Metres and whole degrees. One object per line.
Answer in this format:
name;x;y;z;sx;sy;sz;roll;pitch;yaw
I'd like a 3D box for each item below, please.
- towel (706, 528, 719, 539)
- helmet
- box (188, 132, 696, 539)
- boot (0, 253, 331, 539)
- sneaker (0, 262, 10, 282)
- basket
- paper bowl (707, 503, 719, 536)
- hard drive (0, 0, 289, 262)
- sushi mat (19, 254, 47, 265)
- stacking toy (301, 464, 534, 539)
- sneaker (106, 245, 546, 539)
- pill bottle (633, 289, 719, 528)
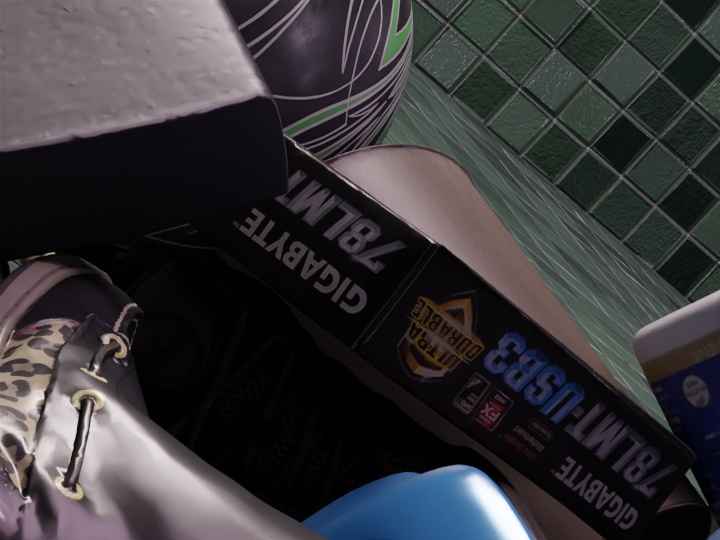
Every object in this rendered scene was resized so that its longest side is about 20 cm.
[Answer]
towel;0.153;0.147;0.862;0.111;0.049;0.200;18;29;3
helmet;-0.073;-0.100;1.194;0.191;0.200;0.200;47;9;39
box;0.000;0.000;0.952;0.198;0.050;0.200;36;-1;39
boot;-0.053;0.071;0.749;0.153;0.074;0.204;28;15;2
sneaker;-0.176;-0.047;0.908;0.075;0.076;0.200;88;-23;-74
basket;0.046;0.064;1.162;0.200;0.136;0.180;51;13;27
paper bowl;0.228;0.183;1.256;0.201;0.201;0.104;45;44;17
hard drive;-0.129;-0.062;0.797;0.199;0.042;0.135;-10;54;-24
sushi mat;-0.123;-0.033;0.928;0.200;0.012;0.096;74;-8;-59
stacking toy;0.045;0.163;0.821;0.200;0.116;0.110;51;5;-37
sneaker;-0.026;0.059;0.906;0.199;0.076;0.114;43;9;31
pill bottle;0.208;0.091;1.129;0.200;0.119;0.120;63;10;4
